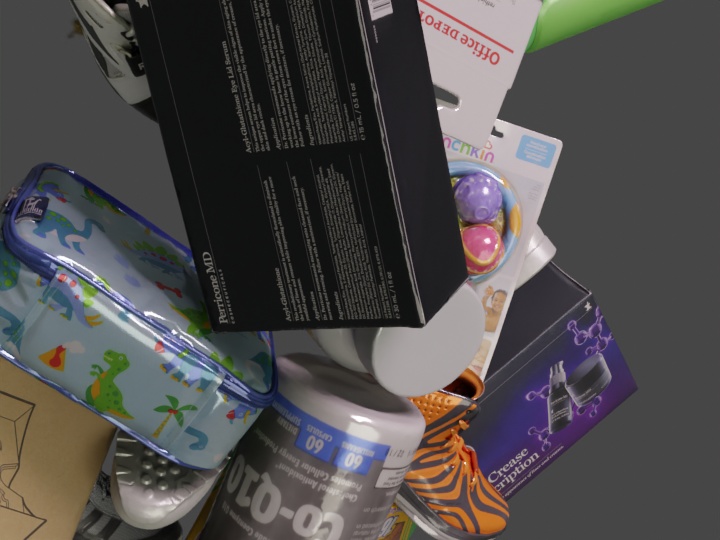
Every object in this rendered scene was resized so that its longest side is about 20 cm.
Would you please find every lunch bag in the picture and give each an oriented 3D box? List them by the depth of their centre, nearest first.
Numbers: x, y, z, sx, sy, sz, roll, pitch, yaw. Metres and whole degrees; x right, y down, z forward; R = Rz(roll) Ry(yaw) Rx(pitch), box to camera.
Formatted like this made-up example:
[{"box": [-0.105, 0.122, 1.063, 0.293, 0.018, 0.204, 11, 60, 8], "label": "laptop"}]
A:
[{"box": [-0.148, 0.022, 0.707, 0.199, 0.161, 0.083, 36, 104, -17], "label": "lunch bag"}]

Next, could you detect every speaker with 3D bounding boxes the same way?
[{"box": [0.160, -0.217, 0.816, 0.198, 0.088, 0.089, -23, 125, -17], "label": "speaker"}]

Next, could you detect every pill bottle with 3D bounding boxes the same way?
[{"box": [-0.044, 0.168, 0.754, 0.113, 0.114, 0.202, 16, 101, -35], "label": "pill bottle"}, {"box": [0.000, 0.000, 0.771, 0.112, 0.200, 0.114, -13, 123, -22], "label": "pill bottle"}]

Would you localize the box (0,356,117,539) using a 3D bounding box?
[{"box": [-0.242, 0.128, 0.677, 0.163, 0.021, 0.202, 28, 76, -32], "label": "box"}]

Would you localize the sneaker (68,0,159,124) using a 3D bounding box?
[{"box": [-0.134, -0.152, 0.684, 0.074, 0.088, 0.201, -39, 130, -6], "label": "sneaker"}]

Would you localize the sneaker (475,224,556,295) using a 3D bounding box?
[{"box": [0.058, 0.016, 0.914, 0.200, 0.073, 0.085, -41, 93, 7], "label": "sneaker"}]

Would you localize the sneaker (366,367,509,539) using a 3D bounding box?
[{"box": [0.068, 0.133, 0.845, 0.199, 0.078, 0.112, 34, 113, -31], "label": "sneaker"}]

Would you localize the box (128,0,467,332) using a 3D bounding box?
[{"box": [-0.032, -0.073, 0.618, 0.079, 0.140, 0.202, -40, 122, -58], "label": "box"}]

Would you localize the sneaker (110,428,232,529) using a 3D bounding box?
[{"box": [-0.135, 0.131, 0.777, 0.076, 0.200, 0.081, 24, 107, -6], "label": "sneaker"}]

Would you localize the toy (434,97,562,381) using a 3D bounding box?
[{"box": [0.072, -0.019, 0.847, 0.114, 0.047, 0.202, 18, 98, -4], "label": "toy"}]

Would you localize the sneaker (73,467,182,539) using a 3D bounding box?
[{"box": [-0.201, 0.152, 0.820, 0.199, 0.076, 0.114, 22, 106, -34], "label": "sneaker"}]

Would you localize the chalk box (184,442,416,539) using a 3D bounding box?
[{"box": [-0.059, 0.233, 0.894, 0.124, 0.123, 0.201, 7, 114, -59], "label": "chalk box"}]

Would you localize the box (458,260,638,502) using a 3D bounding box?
[{"box": [0.131, 0.109, 0.988, 0.199, 0.079, 0.142, -39, 126, -5], "label": "box"}]

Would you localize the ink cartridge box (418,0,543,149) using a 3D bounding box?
[{"box": [0.057, -0.191, 0.694, 0.115, 0.066, 0.202, 18, 95, -40], "label": "ink cartridge box"}]
